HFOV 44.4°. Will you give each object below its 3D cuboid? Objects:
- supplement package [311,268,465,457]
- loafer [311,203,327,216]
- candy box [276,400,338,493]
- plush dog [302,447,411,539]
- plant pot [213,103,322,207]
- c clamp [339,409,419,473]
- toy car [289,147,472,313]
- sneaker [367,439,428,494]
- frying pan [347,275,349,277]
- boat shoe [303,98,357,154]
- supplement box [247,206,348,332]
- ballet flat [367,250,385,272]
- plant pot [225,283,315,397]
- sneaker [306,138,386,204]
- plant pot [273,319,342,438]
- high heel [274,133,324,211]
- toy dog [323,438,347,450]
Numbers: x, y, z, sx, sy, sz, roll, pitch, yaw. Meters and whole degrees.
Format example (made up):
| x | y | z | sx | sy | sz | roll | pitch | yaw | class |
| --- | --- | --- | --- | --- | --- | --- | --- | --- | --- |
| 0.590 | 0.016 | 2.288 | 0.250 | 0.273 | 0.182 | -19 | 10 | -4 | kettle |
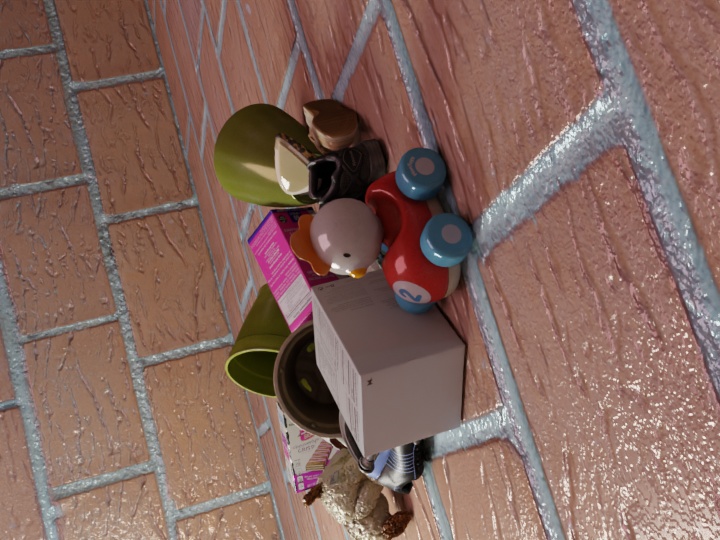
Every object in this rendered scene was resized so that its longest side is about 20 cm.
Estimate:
| x | y | z | sx | sy | sz | roll | pitch | yaw | class |
| --- | --- | --- | --- | --- | --- | --- | --- | --- | --- |
| 0.034 | 0.120 | 1.231 | 0.201 | 0.150 | 0.152 | -123 | 25 | -50 | supplement package |
| -0.040 | -0.056 | 1.347 | 0.200 | 0.074 | 0.071 | 126 | 145 | -84 | loafer |
| -0.099 | 0.363 | 1.903 | 0.061 | 0.135 | 0.203 | -143 | 42 | -63 | candy box |
| -0.001 | 0.427 | 1.594 | 0.173 | 0.160 | 0.200 | 55 | 149 | -4 | plush dog |
| -0.137 | -0.188 | 1.585 | 0.199 | 0.185 | 0.189 | 29 | 132 | 50 | plant pot |
| 0.013 | 0.239 | 1.347 | 0.172 | 0.027 | 0.201 | 62 | 148 | 30 | c clamp |
| 0.011 | -0.030 | 1.110 | 0.185 | 0.198 | 0.179 | 112 | 142 | -64 | toy car |
| 0.075 | 0.277 | 1.376 | 0.070 | 0.077 | 0.201 | -57 | -8 | -44 | sneaker |
| -0.003 | -0.011 | 1.455 | 0.116 | 0.030 | 0.192 | -104 | 14 | -46 | frying pan |
| -0.044 | -0.217 | 1.396 | 0.200 | 0.073 | 0.070 | -116 | 15 | -64 | boat shoe |
| -0.104 | -0.004 | 1.578 | 0.103 | 0.100 | 0.202 | -45 | 64 | 40 | supplement box |
| 0.017 | 0.023 | 1.355 | 0.202 | 0.073 | 0.075 | 88 | 161 | -44 | ballet flat |
| -0.169 | 0.134 | 1.852 | 0.201 | 0.197 | 0.195 | 101 | 176 | -55 | plant pot |
| -0.034 | -0.132 | 1.347 | 0.200 | 0.113 | 0.077 | 121 | 134 | -72 | sneaker |
| -0.052 | 0.179 | 1.554 | 0.183 | 0.198 | 0.203 | 160 | 97 | -85 | plant pot |
| -0.085 | -0.182 | 1.419 | 0.201 | 0.071 | 0.144 | 57 | -152 | -45 | high heel |
| -0.051 | 0.345 | 1.768 | 0.200 | 0.095 | 0.134 | 38 | 141 | 57 | toy dog |
